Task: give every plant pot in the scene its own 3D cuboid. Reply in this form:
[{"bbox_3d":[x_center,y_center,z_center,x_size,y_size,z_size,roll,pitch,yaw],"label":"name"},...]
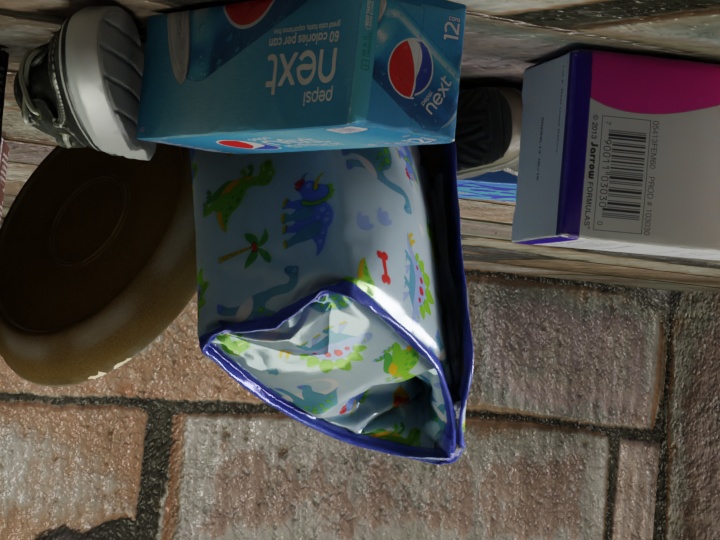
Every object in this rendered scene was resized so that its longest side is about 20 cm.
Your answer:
[{"bbox_3d":[-0.157,-0.025,1.411,0.200,0.200,0.027,2,153,45],"label":"plant pot"}]

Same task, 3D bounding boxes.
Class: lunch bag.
[{"bbox_3d":[0.000,0.000,1.335,0.127,0.170,0.200,-19,144,22],"label":"lunch bag"}]

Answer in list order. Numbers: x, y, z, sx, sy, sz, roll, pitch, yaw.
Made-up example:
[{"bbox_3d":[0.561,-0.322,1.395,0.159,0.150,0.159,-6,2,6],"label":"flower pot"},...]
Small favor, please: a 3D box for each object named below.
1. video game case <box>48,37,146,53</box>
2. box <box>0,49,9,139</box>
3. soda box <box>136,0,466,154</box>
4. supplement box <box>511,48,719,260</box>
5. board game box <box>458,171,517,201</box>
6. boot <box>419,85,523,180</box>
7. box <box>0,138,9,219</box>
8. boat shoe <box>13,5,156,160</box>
[{"bbox_3d":[-0.095,-0.116,1.426,0.143,0.017,0.200,4,177,9],"label":"video game case"},{"bbox_3d":[-0.330,-0.046,1.400,0.200,0.199,0.123,5,178,14],"label":"box"},{"bbox_3d":[-0.034,-0.096,1.161,0.064,0.068,0.200,7,177,-35],"label":"soda box"},{"bbox_3d":[0.193,-0.057,1.280,0.200,0.101,0.103,5,178,-12],"label":"supplement box"},{"bbox_3d":[0.055,-0.080,1.684,0.200,0.045,0.152,5,178,12],"label":"board game box"},{"bbox_3d":[0.113,-0.079,1.487,0.200,0.073,0.182,-2,-175,-42],"label":"boot"},{"bbox_3d":[-0.356,-0.019,2.059,0.075,0.200,0.100,5,178,-6],"label":"box"},{"bbox_3d":[-0.152,-0.093,1.265,0.071,0.072,0.200,2,170,2],"label":"boat shoe"}]
